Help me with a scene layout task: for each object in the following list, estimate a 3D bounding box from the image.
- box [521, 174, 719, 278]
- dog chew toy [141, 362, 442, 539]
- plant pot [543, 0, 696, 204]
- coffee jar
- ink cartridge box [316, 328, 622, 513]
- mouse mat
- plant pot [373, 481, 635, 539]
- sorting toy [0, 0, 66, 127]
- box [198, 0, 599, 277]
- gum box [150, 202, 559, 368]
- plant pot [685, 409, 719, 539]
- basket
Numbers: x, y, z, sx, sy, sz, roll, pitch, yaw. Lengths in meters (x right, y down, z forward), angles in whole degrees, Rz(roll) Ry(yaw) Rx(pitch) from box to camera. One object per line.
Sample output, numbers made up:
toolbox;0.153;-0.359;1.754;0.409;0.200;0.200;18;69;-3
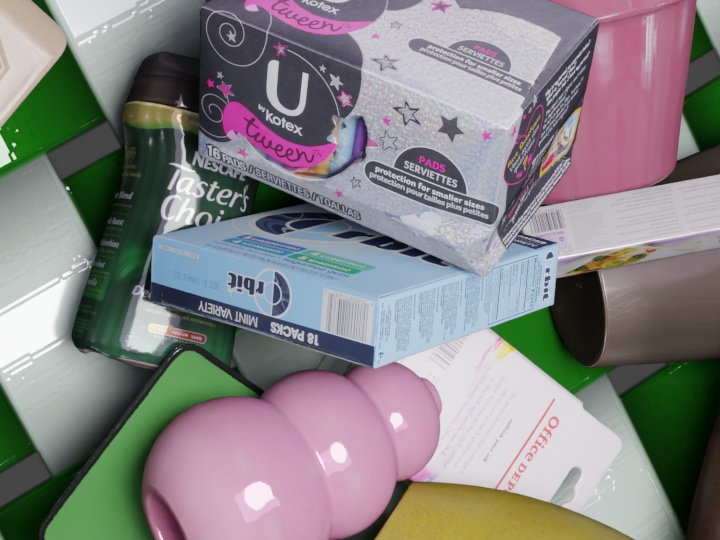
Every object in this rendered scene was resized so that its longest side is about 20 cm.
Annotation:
box;0.198;-0.032;1.131;0.198;0.039;0.042;-11;71;-7
dog chew toy;-0.035;0.119;1.070;0.199;0.124;0.126;-26;99;-26
plant pot;0.141;-0.150;1.157;0.198;0.200;0.181;-16;112;-18
coffee jar;-0.116;-0.036;1.116;0.103;0.085;0.202;13;87;-21
ink cartridge box;0.071;0.103;1.192;0.199;0.067;0.118;38;81;-15
mouse mat;-0.094;0.154;1.124;0.200;0.008;0.161;38;91;-36
plant pot;0.063;0.216;1.095;0.141;0.200;0.201;34;80;6
sorting toy;-0.312;-0.133;1.077;0.185;0.036;0.201;41;74;-15
box;0.019;-0.108;1.014;0.198;0.116;0.132;23;45;19
gum box;0.000;0.000;1.053;0.199;0.169;0.045;-14;113;-52
plant pot;0.310;0.140;1.181;0.185;0.187;0.202;-15;117;-18
basket;0.239;-0.009;1.216;0.198;0.136;0.182;-11;106;-15
